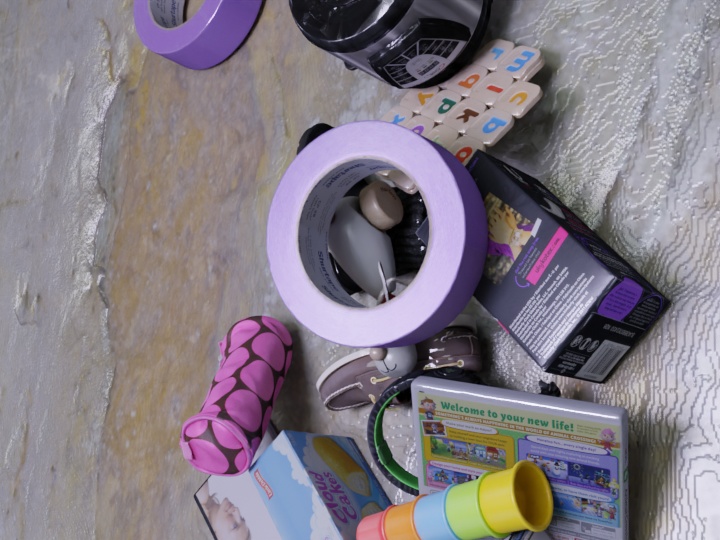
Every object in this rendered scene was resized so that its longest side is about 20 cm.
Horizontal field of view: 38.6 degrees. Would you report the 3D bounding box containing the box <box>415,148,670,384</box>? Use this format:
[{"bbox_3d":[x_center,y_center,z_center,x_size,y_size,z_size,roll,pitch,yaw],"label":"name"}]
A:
[{"bbox_3d":[0.167,-0.003,0.960,0.107,0.122,0.200,-53,52,17],"label":"box"}]

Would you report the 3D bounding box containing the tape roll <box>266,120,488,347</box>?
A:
[{"bbox_3d":[0.014,-0.031,0.940,0.197,0.065,0.203,-2,85,25],"label":"tape roll"}]

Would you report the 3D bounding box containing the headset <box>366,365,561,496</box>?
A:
[{"bbox_3d":[0.096,0.149,0.975,0.198,0.094,0.125,-24,95,20],"label":"headset"}]

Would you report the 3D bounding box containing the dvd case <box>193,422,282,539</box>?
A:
[{"bbox_3d":[-0.110,0.290,1.179,0.143,0.017,0.201,-49,53,18],"label":"dvd case"}]

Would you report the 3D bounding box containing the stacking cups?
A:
[{"bbox_3d":[0.078,0.220,0.930,0.199,0.060,0.061,-24,64,41],"label":"stacking cups"}]

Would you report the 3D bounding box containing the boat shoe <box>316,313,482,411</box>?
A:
[{"bbox_3d":[0.038,0.110,1.072,0.198,0.072,0.060,-26,60,25],"label":"boat shoe"}]

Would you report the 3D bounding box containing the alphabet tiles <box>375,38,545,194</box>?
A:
[{"bbox_3d":[0.098,-0.163,1.067,0.200,0.015,0.195,-44,32,-6],"label":"alphabet tiles"}]

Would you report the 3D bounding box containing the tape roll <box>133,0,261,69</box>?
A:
[{"bbox_3d":[-0.223,-0.383,1.410,0.198,0.065,0.203,-11,72,38],"label":"tape roll"}]

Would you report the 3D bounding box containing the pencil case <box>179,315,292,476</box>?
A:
[{"bbox_3d":[-0.138,0.137,1.139,0.092,0.201,0.092,2,120,10],"label":"pencil case"}]

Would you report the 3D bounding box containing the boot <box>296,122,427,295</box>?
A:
[{"bbox_3d":[0.019,-0.086,1.130,0.157,0.079,0.214,-24,73,39],"label":"boot"}]

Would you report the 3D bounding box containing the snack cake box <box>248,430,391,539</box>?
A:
[{"bbox_3d":[-0.019,0.263,1.048,0.067,0.114,0.201,-48,54,19],"label":"snack cake box"}]

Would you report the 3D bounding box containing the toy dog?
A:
[{"bbox_3d":[0.000,0.000,1.022,0.132,0.096,0.201,-52,54,27],"label":"toy dog"}]

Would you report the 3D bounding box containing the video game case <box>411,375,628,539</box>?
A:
[{"bbox_3d":[0.141,0.194,0.922,0.198,0.022,0.185,6,111,31],"label":"video game case"}]

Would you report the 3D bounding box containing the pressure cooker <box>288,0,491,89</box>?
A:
[{"bbox_3d":[0.043,-0.289,1.085,0.175,0.199,0.181,25,96,36],"label":"pressure cooker"}]

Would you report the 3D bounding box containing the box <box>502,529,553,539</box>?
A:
[{"bbox_3d":[0.115,0.328,0.921,0.117,0.060,0.200,49,117,7],"label":"box"}]
